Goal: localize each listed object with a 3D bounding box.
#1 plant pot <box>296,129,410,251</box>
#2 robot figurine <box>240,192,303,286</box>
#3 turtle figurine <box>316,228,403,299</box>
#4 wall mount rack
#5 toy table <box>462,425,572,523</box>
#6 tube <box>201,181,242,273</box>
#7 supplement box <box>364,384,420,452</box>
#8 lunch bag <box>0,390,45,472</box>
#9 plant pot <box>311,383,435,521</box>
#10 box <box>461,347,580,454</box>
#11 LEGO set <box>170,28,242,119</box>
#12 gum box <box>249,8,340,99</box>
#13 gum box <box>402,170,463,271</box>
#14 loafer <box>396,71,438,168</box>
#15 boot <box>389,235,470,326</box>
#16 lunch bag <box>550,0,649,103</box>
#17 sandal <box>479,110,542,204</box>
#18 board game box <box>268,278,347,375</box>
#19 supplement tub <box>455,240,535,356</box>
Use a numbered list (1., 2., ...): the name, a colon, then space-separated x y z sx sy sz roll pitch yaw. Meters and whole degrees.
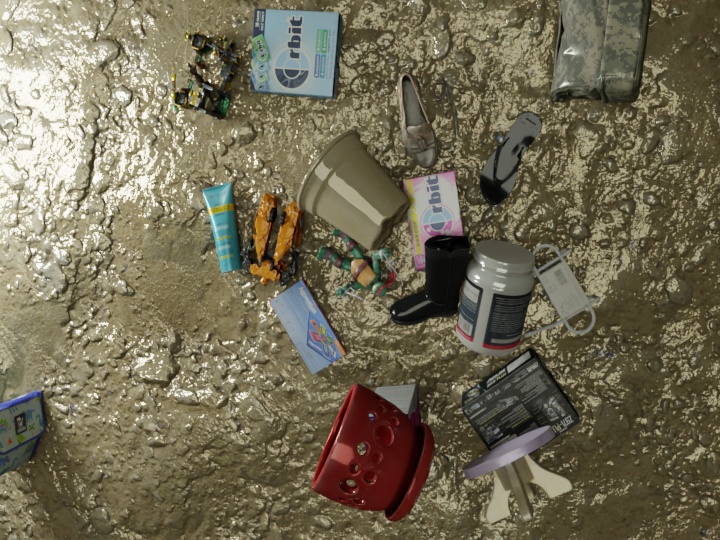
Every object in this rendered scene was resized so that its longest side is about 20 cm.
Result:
1. plant pot: -0.001 -0.149 1.167 0.182 0.200 0.202 40 103 10
2. robot figurine: -0.197 -0.065 1.299 0.141 0.058 0.206 17 99 9
3. turtle figurine: 0.000 0.000 1.246 0.150 0.101 0.200 -47 72 0
4. wall mount rack: 0.395 0.051 1.187 0.171 0.075 0.203 -31 89 10
5. toy table: 0.312 0.407 1.113 0.198 0.182 0.120 -33 75 25
6. tube: -0.320 -0.099 1.330 0.075 0.050 0.207 -11 89 5
7. supplement box: 0.072 0.329 1.219 0.100 0.200 0.105 -8 96 11
8. lunch bag: -0.914 0.420 1.448 0.125 0.170 0.205 25 99 7
9. plant pot: 0.026 0.339 1.030 0.179 0.201 0.205 27 101 -2
10. box: 0.340 0.297 1.217 0.198 0.086 0.165 -38 89 14
11. LEGO set: -0.356 -0.436 1.255 0.151 0.116 0.203 31 102 6
12. gum box: -0.143 -0.477 1.245 0.193 0.045 0.176 7 98 10
13. gum box: 0.163 -0.103 1.215 0.110 0.066 0.207 -8 95 11
14. loafer: 0.116 -0.318 1.201 0.070 0.063 0.206 -15 94 12
15. boot: 0.140 0.021 1.167 0.160 0.203 0.067 -12 51 -10
16. lunch bag: 0.456 -0.430 1.081 0.163 0.138 0.207 8 96 27
17. sandal: 0.309 -0.238 1.181 0.075 0.043 0.205 26 101 7
18. board game box: -0.124 0.133 1.328 0.101 0.019 0.203 -31 90 15
19. supplement tub: 0.276 0.056 1.154 0.136 0.141 0.206 11 114 10
